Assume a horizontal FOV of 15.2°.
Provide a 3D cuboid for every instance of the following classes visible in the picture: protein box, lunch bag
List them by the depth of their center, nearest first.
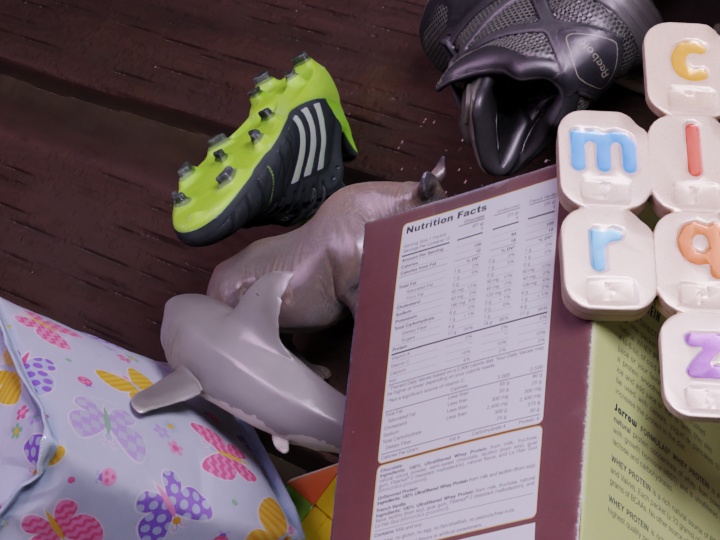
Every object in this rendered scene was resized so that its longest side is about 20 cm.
[{"bbox_3d":[0.101,0.090,1.236,0.135,0.198,0.200,-16,52,33],"label":"protein box"},{"bbox_3d":[-0.147,0.101,1.428,0.127,0.169,0.200,-54,35,18],"label":"lunch bag"}]

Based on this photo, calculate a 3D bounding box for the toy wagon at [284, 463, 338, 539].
[{"bbox_3d":[-0.022,0.165,1.416,0.155,0.040,0.200,-53,41,-2],"label":"toy wagon"}]

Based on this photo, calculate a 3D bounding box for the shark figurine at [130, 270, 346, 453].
[{"bbox_3d":[-0.026,0.047,1.377,0.214,0.128,0.090,23,109,22],"label":"shark figurine"}]

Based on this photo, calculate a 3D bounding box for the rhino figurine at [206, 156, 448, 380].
[{"bbox_3d":[0.000,0.000,1.469,0.200,0.060,0.088,-30,90,22],"label":"rhino figurine"}]

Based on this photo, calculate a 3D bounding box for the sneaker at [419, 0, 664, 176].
[{"bbox_3d":[0.069,-0.112,1.468,0.114,0.076,0.199,-44,25,-18],"label":"sneaker"}]

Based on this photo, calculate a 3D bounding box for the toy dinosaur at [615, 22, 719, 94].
[{"bbox_3d":[0.184,-0.093,1.404,0.200,0.047,0.088,-15,66,55],"label":"toy dinosaur"}]

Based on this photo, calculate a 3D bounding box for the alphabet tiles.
[{"bbox_3d":[0.184,-0.020,1.166,0.200,0.015,0.196,2,62,-5],"label":"alphabet tiles"}]

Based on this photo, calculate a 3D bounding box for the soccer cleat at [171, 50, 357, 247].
[{"bbox_3d":[-0.046,-0.053,1.511,0.067,0.081,0.200,-23,17,27],"label":"soccer cleat"}]
